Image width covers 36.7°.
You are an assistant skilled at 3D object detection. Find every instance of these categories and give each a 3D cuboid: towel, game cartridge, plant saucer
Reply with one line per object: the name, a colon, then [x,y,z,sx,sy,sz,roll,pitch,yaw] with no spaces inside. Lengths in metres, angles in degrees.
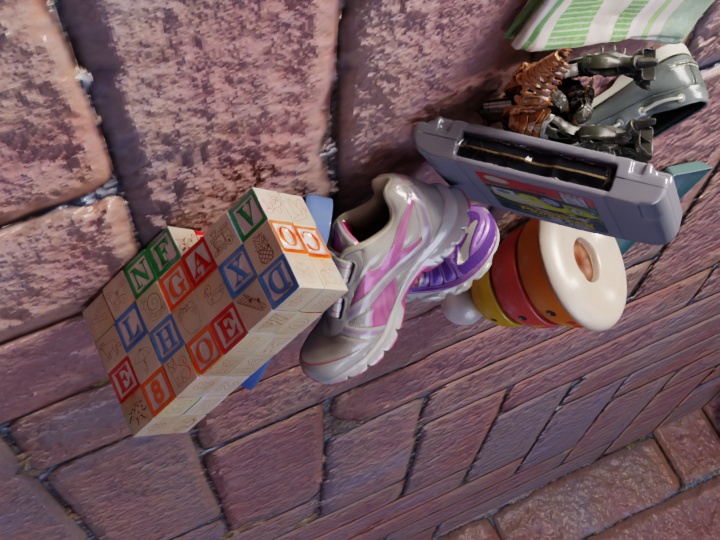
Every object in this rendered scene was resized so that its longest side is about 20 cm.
towel: [0.214,-0.218,0.793,0.199,0.024,0.153,-10,152,-36]
game cartridge: [0.150,-0.068,0.858,0.133,0.198,0.041,23,84,-66]
plant saucer: [0.328,-0.063,1.277,0.069,0.019,0.200,-12,153,-33]

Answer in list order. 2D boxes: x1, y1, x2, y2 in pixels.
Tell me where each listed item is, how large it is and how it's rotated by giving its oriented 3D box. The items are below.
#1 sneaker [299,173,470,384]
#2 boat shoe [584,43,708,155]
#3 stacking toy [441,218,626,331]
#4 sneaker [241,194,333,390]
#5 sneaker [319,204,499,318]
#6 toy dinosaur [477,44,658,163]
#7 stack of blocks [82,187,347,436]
sneaker: [0.000,0.000,0.892,0.088,0.081,0.201,28,100,-30]
boat shoe: [0.222,-0.117,0.972,0.200,0.062,0.073,-40,155,29]
stacking toy: [0.170,0.016,1.161,0.199,0.148,0.145,-24,165,40]
sneaker: [-0.090,0.014,0.895,0.077,0.070,0.201,20,120,-15]
sneaker: [0.041,-0.015,0.975,0.199,0.081,0.084,-22,147,-21]
toy dinosaur: [0.155,-0.121,0.829,0.134,0.103,0.200,3,-167,11]
stack of blocks: [-0.115,0.024,0.821,0.200,0.116,0.058,-40,155,27]
